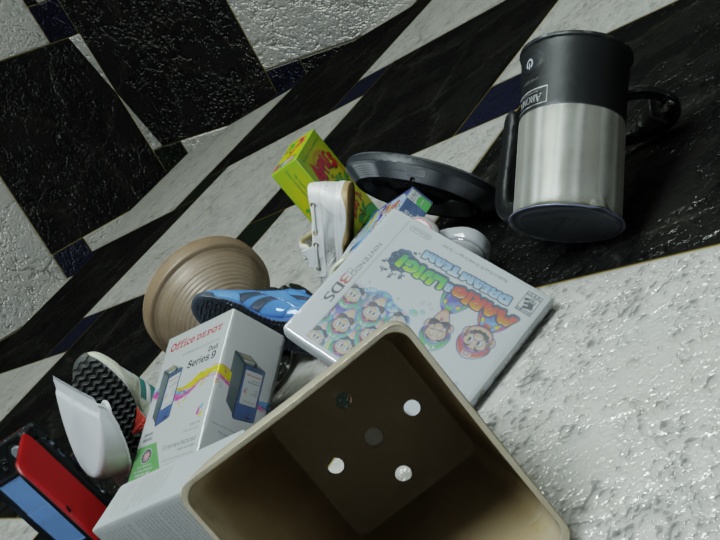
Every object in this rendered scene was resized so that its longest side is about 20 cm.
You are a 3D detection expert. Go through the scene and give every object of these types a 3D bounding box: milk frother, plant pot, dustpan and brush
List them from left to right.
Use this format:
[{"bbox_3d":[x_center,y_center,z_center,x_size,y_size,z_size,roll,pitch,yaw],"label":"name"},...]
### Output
[{"bbox_3d":[-0.304,0.225,1.221,0.057,0.200,0.139,-16,17,-35],"label":"dustpan and brush"},{"bbox_3d":[-0.207,0.059,1.482,0.201,0.201,0.093,-43,45,-9],"label":"plant pot"},{"bbox_3d":[0.012,0.155,0.788,0.200,0.200,0.177,-38,7,7],"label":"plant pot"},{"bbox_3d":[0.251,-0.121,1.064,0.181,0.200,0.188,118,159,-75],"label":"milk frother"}]

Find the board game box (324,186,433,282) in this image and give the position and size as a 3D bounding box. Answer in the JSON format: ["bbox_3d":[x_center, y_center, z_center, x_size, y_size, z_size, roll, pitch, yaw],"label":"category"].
[{"bbox_3d":[0.000,0.000,1.231,0.200,0.034,0.135,-57,12,-25],"label":"board game box"}]

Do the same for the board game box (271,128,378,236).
[{"bbox_3d":[-0.032,-0.090,1.415,0.048,0.200,0.102,-30,20,28],"label":"board game box"}]

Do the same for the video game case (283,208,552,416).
[{"bbox_3d":[0.056,0.046,1.000,0.200,0.024,0.182,32,65,25],"label":"video game case"}]

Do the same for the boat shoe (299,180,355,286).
[{"bbox_3d":[-0.046,-0.034,1.345,0.069,0.200,0.071,8,34,7],"label":"boat shoe"}]

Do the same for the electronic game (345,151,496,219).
[{"bbox_3d":[0.078,-0.108,1.278,0.200,0.200,0.042,-1,73,63],"label":"electronic game"}]

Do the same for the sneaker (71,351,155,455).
[{"bbox_3d":[-0.287,0.176,1.309,0.070,0.200,0.093,-42,11,12],"label":"sneaker"}]

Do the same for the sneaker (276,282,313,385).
[{"bbox_3d":[-0.123,0.114,1.372,0.200,0.077,0.089,-55,-8,-36],"label":"sneaker"}]

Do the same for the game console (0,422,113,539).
[{"bbox_3d":[-0.346,0.285,1.153,0.172,0.200,0.119,-31,19,26],"label":"game console"}]

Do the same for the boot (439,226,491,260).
[{"bbox_3d":[0.067,0.026,1.177,0.200,0.074,0.096,-33,23,47],"label":"boot"}]

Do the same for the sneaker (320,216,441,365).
[{"bbox_3d":[0.019,0.011,1.093,0.081,0.088,0.200,25,65,31],"label":"sneaker"}]

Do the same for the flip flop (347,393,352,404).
[{"bbox_3d":[0.017,0.122,1.044,0.081,0.058,0.200,-34,19,17],"label":"flip flop"}]

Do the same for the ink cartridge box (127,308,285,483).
[{"bbox_3d":[-0.180,0.164,1.198,0.145,0.087,0.200,-23,43,42],"label":"ink cartridge box"}]

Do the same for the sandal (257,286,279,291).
[{"bbox_3d":[-0.169,0.112,1.435,0.200,0.075,0.048,-50,29,-2],"label":"sandal"}]

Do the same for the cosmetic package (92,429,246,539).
[{"bbox_3d":[-0.168,0.249,1.043,0.200,0.101,0.071,-27,21,33],"label":"cosmetic package"}]

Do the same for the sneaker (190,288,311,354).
[{"bbox_3d":[-0.118,0.055,1.323,0.200,0.066,0.078,10,35,6],"label":"sneaker"}]
